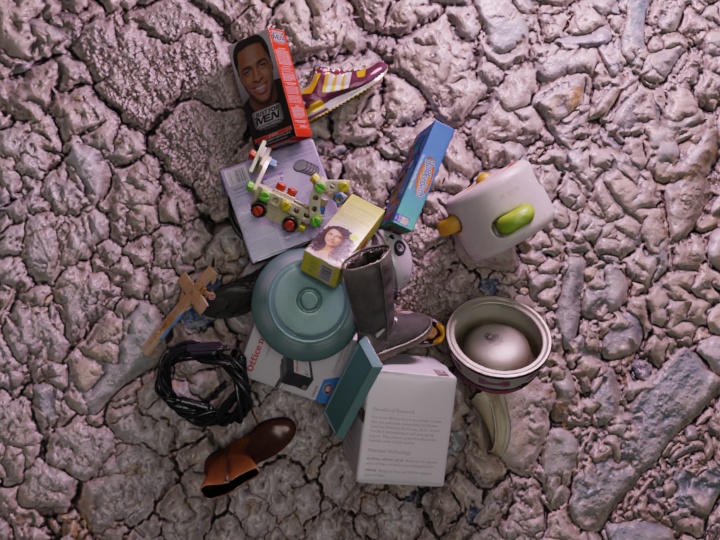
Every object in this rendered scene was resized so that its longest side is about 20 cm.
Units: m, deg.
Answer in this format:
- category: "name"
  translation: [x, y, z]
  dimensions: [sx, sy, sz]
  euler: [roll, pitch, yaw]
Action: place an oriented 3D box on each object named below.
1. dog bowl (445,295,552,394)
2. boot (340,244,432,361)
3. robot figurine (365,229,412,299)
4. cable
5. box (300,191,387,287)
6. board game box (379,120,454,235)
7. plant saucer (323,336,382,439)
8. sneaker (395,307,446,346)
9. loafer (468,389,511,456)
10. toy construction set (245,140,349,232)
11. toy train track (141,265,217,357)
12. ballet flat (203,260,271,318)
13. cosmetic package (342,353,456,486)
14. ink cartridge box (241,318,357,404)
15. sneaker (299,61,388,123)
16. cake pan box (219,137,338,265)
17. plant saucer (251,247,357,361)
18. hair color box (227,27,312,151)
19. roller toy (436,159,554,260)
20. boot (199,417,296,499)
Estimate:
- category: "dog bowl"
  translation: [0.255, 0.144, 1.582]
  dimensions: [0.197, 0.074, 0.202]
  euler: [0, 45, 0]
- category: "boot"
  translation: [0.048, 0.046, 1.461]
  dimensions: [0.181, 0.072, 0.202]
  euler: [-27, 118, -36]
- category: "robot figurine"
  translation: [-0.001, -0.002, 1.562]
  dimensions: [0.198, 0.125, 0.152]
  euler: [-18, 91, -9]
- category: "cable"
  translation: [-0.283, 0.207, 1.523]
  dimensions: [0.197, 0.051, 0.165]
  euler: [-7, 108, 21]
- category: "box"
  translation: [-0.027, -0.058, 1.480]
  dimensions: [0.075, 0.050, 0.200]
  euler: [26, 43, 8]
- category: "board game box"
  translation: [0.101, -0.167, 1.571]
  dimensions: [0.045, 0.152, 0.202]
  euler: [24, 85, -8]
- category: "plant saucer"
  translation: [-0.018, 0.206, 1.458]
  dimensions: [0.019, 0.201, 0.070]
  euler: [-3, 45, -32]
- category: "sneaker"
  translation: [0.072, 0.101, 1.593]
  dimensions: [0.197, 0.082, 0.079]
  euler: [7, 88, -8]
- category: "loafer"
  translation: [0.245, 0.257, 1.626]
  dimensions: [0.067, 0.076, 0.203]
  euler: [-3, 80, -8]
- category: "toy construction set"
  translation: [-0.126, -0.144, 1.503]
  dimensions: [0.198, 0.092, 0.132]
  euler: [29, 106, 7]
- category: "toy train track"
  translation: [-0.325, 0.079, 1.540]
  dimensions: [0.200, 0.115, 0.032]
  euler: [-49, 136, 5]
- category: "ballet flat"
  translation: [-0.205, 0.035, 1.574]
  dimensions: [0.198, 0.057, 0.067]
  euler: [-24, 115, -4]
- category: "cosmetic package"
  translation: [0.067, 0.264, 1.530]
  dimensions: [0.163, 0.165, 0.203]
  euler: [5, 96, -11]
- category: "ink cartridge box"
  translation: [-0.109, 0.143, 1.538]
  dimensions: [0.198, 0.084, 0.146]
  euler: [20, 110, -8]
- category: "sneaker"
  translation: [-0.043, -0.360, 1.591]
  dimensions: [0.199, 0.075, 0.091]
  euler: [-32, 99, -10]
- category: "cake pan box"
  translation: [-0.149, -0.126, 1.570]
  dimensions: [0.198, 0.052, 0.186]
  euler: [-21, 83, -10]
- category: "plant saucer"
  translation: [-0.090, 0.055, 1.460]
  dimensions: [0.197, 0.036, 0.203]
  euler: [2, 78, -7]
- category: "hair color box"
  translation: [-0.167, -0.330, 1.554]
  dimensions: [0.101, 0.061, 0.203]
  euler: [-16, 90, 29]
- category: "roller toy"
  translation: [0.256, -0.118, 1.582]
  dimensions: [0.182, 0.199, 0.141]
  euler: [-32, 95, -44]
- category: "boot"
  translation: [-0.193, 0.324, 1.482]
  dimensions: [0.186, 0.200, 0.069]
  euler: [-18, 91, -9]
